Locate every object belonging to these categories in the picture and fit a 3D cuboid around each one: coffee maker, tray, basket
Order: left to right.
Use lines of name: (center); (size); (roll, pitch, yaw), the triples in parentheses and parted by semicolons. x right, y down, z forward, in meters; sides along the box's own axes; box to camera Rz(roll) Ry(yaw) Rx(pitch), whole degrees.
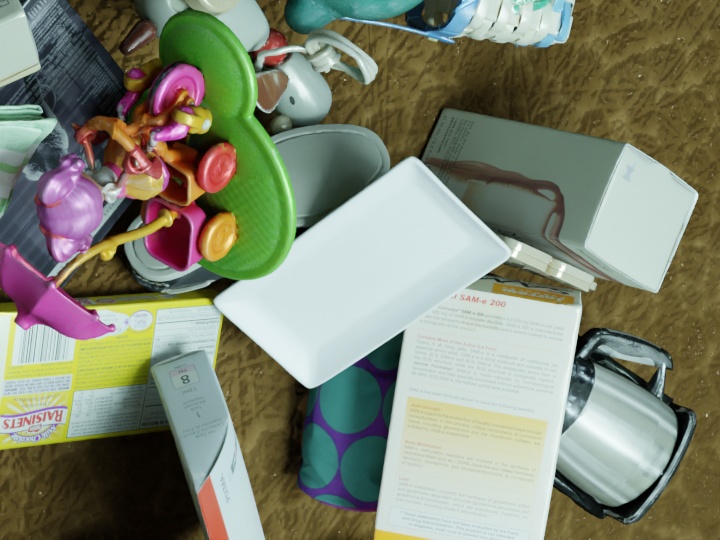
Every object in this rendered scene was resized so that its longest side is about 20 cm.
tray: (0.000, 0.000, 1.531); (0.107, 0.199, 0.022); (42, 31, -23)
basket: (0.070, -0.255, 1.603); (0.198, 0.139, 0.178); (13, 93, -15)
coffee maker: (0.136, 0.105, 1.742); (0.199, 0.192, 0.135); (35, 61, -20)

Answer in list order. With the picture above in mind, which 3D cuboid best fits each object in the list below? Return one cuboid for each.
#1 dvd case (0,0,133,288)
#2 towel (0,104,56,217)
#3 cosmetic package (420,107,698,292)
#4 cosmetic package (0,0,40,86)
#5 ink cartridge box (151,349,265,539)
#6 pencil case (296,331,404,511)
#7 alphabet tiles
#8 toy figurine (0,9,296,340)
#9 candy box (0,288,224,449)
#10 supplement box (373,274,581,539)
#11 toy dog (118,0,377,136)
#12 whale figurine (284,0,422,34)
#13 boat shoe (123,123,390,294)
dvd case: (-0.210, -0.083, 1.436); (0.149, 0.016, 0.200); (-52, 145, -11)
towel: (-0.285, -0.027, 1.347); (0.152, 0.023, 0.200); (-8, 147, -38)
cosmetic package: (0.144, -0.056, 1.667); (0.103, 0.199, 0.088); (30, 81, -40)
cosmetic package: (-0.302, -0.134, 1.282); (0.199, 0.104, 0.073); (-25, 159, -9)
ink cartridge box: (-0.088, 0.179, 1.514); (0.057, 0.200, 0.163); (-21, 133, -9)
pencil case: (0.007, 0.080, 1.662); (0.092, 0.085, 0.202); (7, 97, -16)
alphabet tiles: (0.077, -0.024, 1.619); (0.195, 0.199, 0.015); (23, 88, -42)
toy figurine: (-0.153, -0.041, 1.373); (0.184, 0.150, 0.201); (-36, 142, -40)
candy box: (-0.186, 0.068, 1.527); (0.199, 0.026, 0.103); (-3, 113, -40)
supplement box: (0.086, 0.106, 1.589); (0.074, 0.125, 0.202); (-51, 151, -79)
toy dog: (-0.098, -0.149, 1.491); (0.200, 0.132, 0.097); (38, 73, -20)
whale figurine: (-0.032, -0.242, 1.495); (0.198, 0.104, 0.161); (9, 98, -3)
boat shoe: (-0.072, -0.040, 1.540); (0.199, 0.074, 0.060); (-28, 164, -8)
